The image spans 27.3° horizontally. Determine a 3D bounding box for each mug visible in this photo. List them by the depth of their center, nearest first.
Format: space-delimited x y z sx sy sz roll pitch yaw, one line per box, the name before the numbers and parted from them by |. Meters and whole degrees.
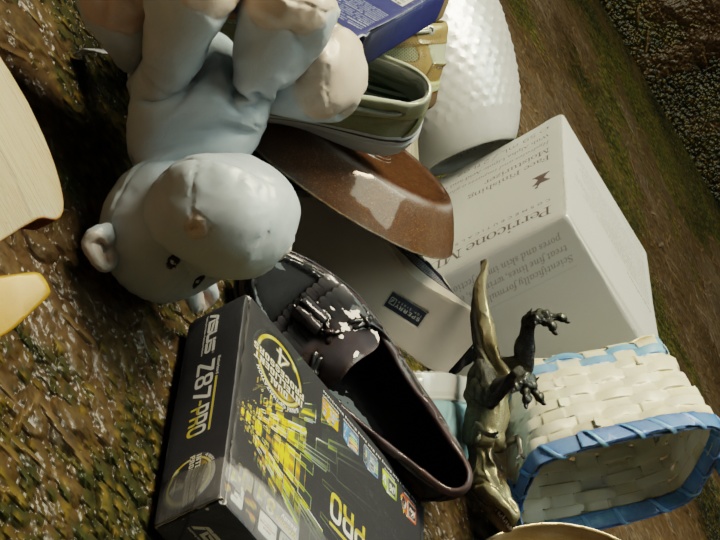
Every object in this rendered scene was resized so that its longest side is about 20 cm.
mug | 0.065 -0.177 1.351 0.200 0.146 0.177 121 -50 -77

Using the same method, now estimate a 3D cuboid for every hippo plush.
hippo plush | -0.103 -0.072 0.793 0.159 0.199 0.162 36 57 -43

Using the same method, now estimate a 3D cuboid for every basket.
basket | 0.193 0.158 1.089 0.140 0.174 0.201 91 -11 -48

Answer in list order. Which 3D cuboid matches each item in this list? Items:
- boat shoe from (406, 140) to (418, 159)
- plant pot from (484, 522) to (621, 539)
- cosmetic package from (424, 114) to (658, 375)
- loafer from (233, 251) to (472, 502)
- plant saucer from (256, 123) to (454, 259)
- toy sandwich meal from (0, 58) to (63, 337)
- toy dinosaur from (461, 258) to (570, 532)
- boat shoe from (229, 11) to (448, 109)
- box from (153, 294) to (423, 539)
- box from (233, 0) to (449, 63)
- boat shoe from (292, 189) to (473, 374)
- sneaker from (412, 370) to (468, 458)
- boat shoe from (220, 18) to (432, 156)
boat shoe | 0.018 -0.090 1.206 0.072 0.059 0.202 66 24 -66
plant pot | 0.136 0.261 0.962 0.028 0.198 0.202 109 -27 -53
cosmetic package | 0.140 0.007 1.249 0.166 0.164 0.201 55 20 -21
loafer | 0.002 0.064 0.921 0.200 0.072 0.063 50 -16 -11
plant saucer | -0.009 -0.081 1.045 0.199 0.035 0.200 32 16 -10
toy sandwich meal | -0.196 -0.032 0.590 0.206 0.070 0.206 51 23 -32
toy dinosaur | 0.097 0.068 0.996 0.047 0.088 0.202 15 62 -25
boat shoe | -0.033 -0.167 1.024 0.198 0.077 0.072 6 22 -23
box | -0.032 0.136 0.828 0.201 0.049 0.162 53 25 -30
box | -0.028 -0.177 0.931 0.120 0.033 0.200 30 28 10
boat shoe | 0.000 0.000 1.070 0.200 0.075 0.093 40 2 -31
sneaker | 0.052 0.116 1.059 0.200 0.073 0.083 16 75 -66
boat shoe | -0.049 -0.130 0.945 0.198 0.062 0.073 12 59 -13
